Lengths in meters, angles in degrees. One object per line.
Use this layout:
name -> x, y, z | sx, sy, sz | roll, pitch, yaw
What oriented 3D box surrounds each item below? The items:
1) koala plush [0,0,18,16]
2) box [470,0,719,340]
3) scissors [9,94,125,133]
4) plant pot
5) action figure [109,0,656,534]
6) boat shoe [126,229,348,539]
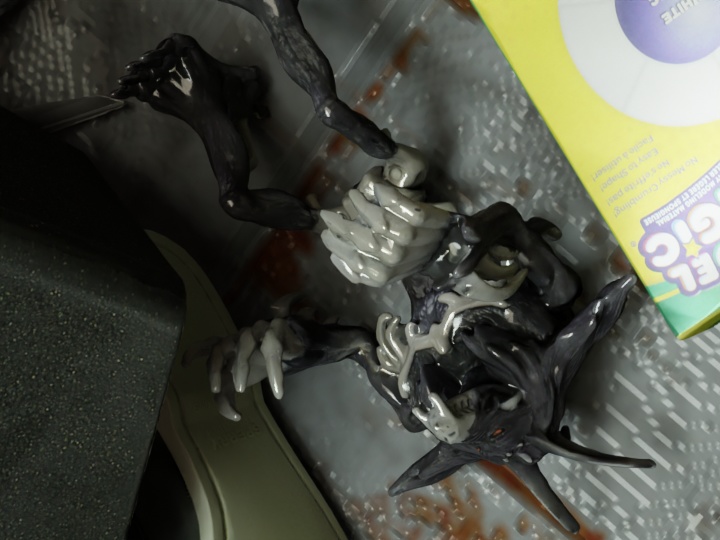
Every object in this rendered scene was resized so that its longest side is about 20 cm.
koala plush -> -0.186, -0.152, 0.791 | 0.177, 0.200, 0.185 | 26, 105, 20
box -> 0.105, -0.072, 0.749 | 0.117, 0.048, 0.201 | -35, 82, 24
scissors -> -0.169, -0.033, 0.900 | 0.199, 0.014, 0.074 | 5, 96, 23
plant pot -> -0.163, 0.030, 0.752 | 0.200, 0.176, 0.201 | -135, 57, -61
action figure -> 0.000, 0.000, 0.774 | 0.200, 0.102, 0.119 | 52, 127, 12
boat shoe -> -0.055, 0.089, 0.824 | 0.066, 0.074, 0.200 | -34, 77, 34
